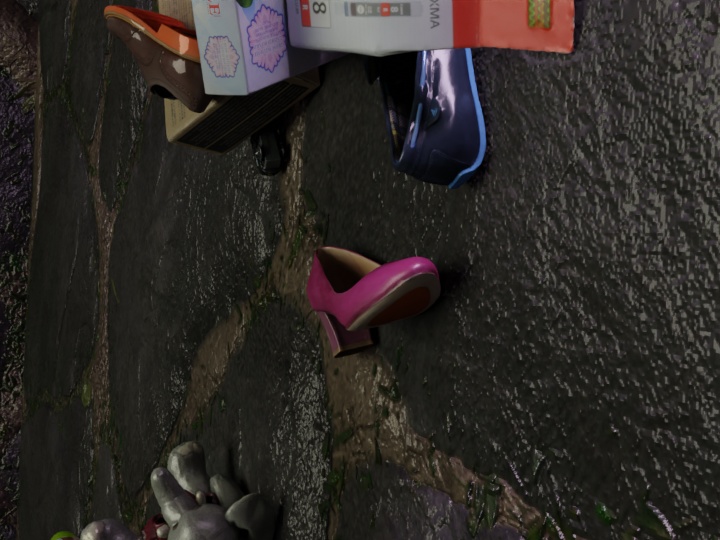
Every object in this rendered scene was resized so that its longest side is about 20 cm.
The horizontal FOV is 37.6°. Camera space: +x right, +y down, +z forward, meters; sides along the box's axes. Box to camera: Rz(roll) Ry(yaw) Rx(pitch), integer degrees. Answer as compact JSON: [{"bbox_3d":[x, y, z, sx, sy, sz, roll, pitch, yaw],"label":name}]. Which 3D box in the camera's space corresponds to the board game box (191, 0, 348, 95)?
[{"bbox_3d":[-0.047,-0.245,0.744,0.041,0.200,0.201,9,117,32],"label":"board game box"}]

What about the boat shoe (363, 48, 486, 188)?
[{"bbox_3d":[0.036,-0.154,0.745,0.084,0.068,0.201,122,142,-47],"label":"boat shoe"}]

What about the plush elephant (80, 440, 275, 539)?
[{"bbox_3d":[-0.173,0.263,1.062,0.200,0.164,0.155,47,151,19],"label":"plush elephant"}]

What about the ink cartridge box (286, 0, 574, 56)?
[{"bbox_3d":[0.034,-0.214,0.650,0.199,0.050,0.163,15,117,40],"label":"ink cartridge box"}]

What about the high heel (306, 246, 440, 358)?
[{"bbox_3d":[0.000,0.000,0.805,0.200,0.067,0.097,-41,62,62],"label":"high heel"}]

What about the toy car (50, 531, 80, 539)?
[{"bbox_3d":[-0.584,0.553,1.855,0.164,0.199,0.159,-168,81,-64],"label":"toy car"}]

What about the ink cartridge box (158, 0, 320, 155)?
[{"bbox_3d":[-0.125,-0.240,1.045,0.164,0.075,0.201,-26,62,41],"label":"ink cartridge box"}]

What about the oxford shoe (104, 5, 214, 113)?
[{"bbox_3d":[-0.198,-0.207,1.014,0.200,0.071,0.073,34,114,48],"label":"oxford shoe"}]

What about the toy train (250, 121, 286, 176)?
[{"bbox_3d":[-0.110,-0.182,1.106,0.046,0.034,0.201,108,152,-56],"label":"toy train"}]
